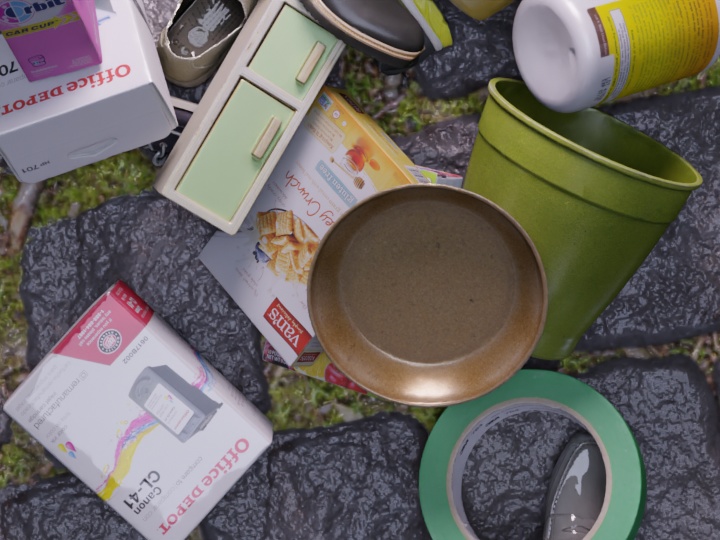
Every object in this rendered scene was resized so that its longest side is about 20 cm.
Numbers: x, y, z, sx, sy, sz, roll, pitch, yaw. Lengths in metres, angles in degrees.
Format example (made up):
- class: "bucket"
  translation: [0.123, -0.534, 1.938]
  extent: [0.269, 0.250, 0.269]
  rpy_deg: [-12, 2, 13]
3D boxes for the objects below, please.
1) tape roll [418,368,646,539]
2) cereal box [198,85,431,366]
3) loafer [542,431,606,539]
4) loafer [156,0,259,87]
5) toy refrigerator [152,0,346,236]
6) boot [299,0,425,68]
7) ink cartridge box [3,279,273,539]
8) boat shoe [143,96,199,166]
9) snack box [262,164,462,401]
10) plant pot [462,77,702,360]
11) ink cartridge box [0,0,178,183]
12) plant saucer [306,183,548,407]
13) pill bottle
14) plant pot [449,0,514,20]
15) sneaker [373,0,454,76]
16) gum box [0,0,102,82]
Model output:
- class: "tape roll"
  translation: [0.152, 0.190, 1.693]
  extent: [0.199, 0.048, 0.202]
  rpy_deg: [-3, 77, 14]
- class: "cereal box"
  translation: [-0.038, -0.037, 1.641]
  extent: [0.144, 0.039, 0.200]
  rpy_deg: [48, 112, 25]
- class: "loafer"
  translation: [0.198, 0.248, 1.727]
  extent: [0.069, 0.070, 0.202]
  rpy_deg: [6, 96, -2]
- class: "loafer"
  translation: [-0.109, -0.248, 1.663]
  extent: [0.075, 0.068, 0.201]
  rpy_deg: [31, 91, -5]
- class: "toy refrigerator"
  translation: [-0.092, -0.136, 1.620]
  extent: [0.076, 0.070, 0.201]
  rpy_deg: [31, 92, -15]
- class: "boot"
  translation: [0.000, -0.277, 1.569]
  extent: [0.200, 0.077, 0.139]
  rpy_deg: [40, 120, 1]
- class: "ink cartridge box"
  translation: [-0.194, 0.130, 1.697]
  extent: [0.200, 0.086, 0.148]
  rpy_deg: [43, 93, -4]
- class: "boat shoe"
  translation: [-0.164, -0.120, 1.677]
  extent: [0.198, 0.073, 0.063]
  rpy_deg: [13, 94, -8]
- class: "snack box"
  translation: [0.000, 0.000, 1.671]
  extent: [0.141, 0.053, 0.202]
  rpy_deg: [16, 97, 31]
- class: "plant pot"
  translation: [0.162, -0.035, 1.647]
  extent: [0.199, 0.201, 0.194]
  rpy_deg: [23, 106, -4]
- class: "ink cartridge box"
  translation: [-0.253, -0.195, 1.615]
  extent: [0.145, 0.086, 0.201]
  rpy_deg: [-19, 62, 0]
- class: "plant saucer"
  translation: [0.055, 0.016, 1.576]
  extent: [0.198, 0.035, 0.202]
  rpy_deg: [2, 114, 4]
- class: "pill bottle"
  translation: [0.236, -0.209, 1.632]
  extent: [0.199, 0.109, 0.110]
  rpy_deg: [-18, 97, -29]
- class: "plant pot"
  translation: [0.129, -0.322, 1.613]
  extent: [0.189, 0.201, 0.201]
  rpy_deg: [-41, 96, 19]
- class: "sneaker"
  translation: [-0.003, -0.252, 1.655]
  extent: [0.085, 0.075, 0.200]
  rpy_deg: [-40, 105, 4]
- class: "gum box"
  translation: [-0.265, -0.271, 1.541]
  extent: [0.066, 0.114, 0.201]
  rpy_deg: [-14, 62, 3]
